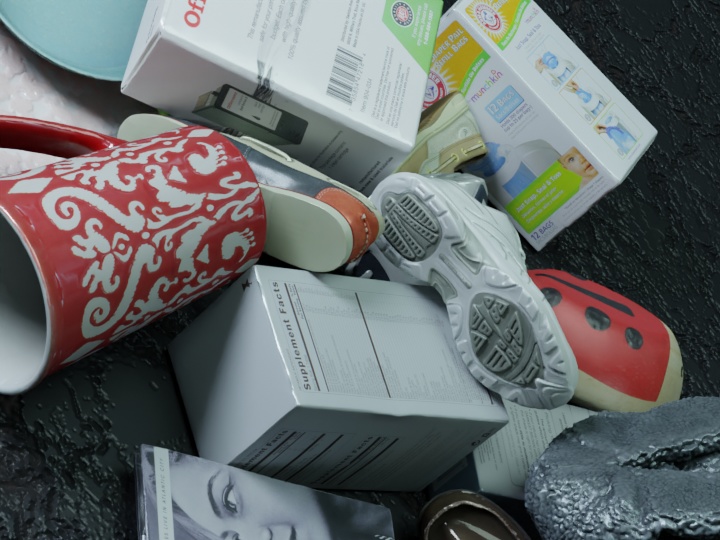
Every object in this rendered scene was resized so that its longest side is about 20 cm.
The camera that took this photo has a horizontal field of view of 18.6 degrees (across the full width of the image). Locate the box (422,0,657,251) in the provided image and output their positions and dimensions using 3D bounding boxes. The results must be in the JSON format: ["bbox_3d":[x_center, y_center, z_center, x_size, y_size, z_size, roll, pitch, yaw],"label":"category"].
[{"bbox_3d":[0.133,-0.137,1.854,0.200,0.112,0.101,47,39,-3],"label":"box"}]

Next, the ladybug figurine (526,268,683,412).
[{"bbox_3d":[0.177,0.053,1.742,0.199,0.072,0.136,21,22,-25],"label":"ladybug figurine"}]

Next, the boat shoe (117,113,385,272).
[{"bbox_3d":[-0.078,-0.058,1.523,0.199,0.072,0.062,24,29,21],"label":"boat shoe"}]

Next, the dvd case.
[{"bbox_3d":[-0.055,0.200,1.427,0.199,0.016,0.150,18,47,-30],"label":"dvd case"}]

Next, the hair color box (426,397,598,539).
[{"bbox_3d":[0.139,0.153,1.656,0.199,0.061,0.100,16,49,-35],"label":"hair color box"}]

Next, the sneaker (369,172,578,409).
[{"bbox_3d":[0.097,0.006,1.551,0.201,0.078,0.099,55,33,9],"label":"sneaker"}]

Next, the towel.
[{"bbox_3d":[-0.214,-0.110,1.556,0.191,0.032,0.200,51,37,3],"label":"towel"}]

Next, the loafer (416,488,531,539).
[{"bbox_3d":[0.111,0.238,1.526,0.201,0.073,0.071,54,0,5],"label":"loafer"}]

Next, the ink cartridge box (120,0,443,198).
[{"bbox_3d":[-0.054,-0.161,1.563,0.199,0.084,0.146,24,54,-16],"label":"ink cartridge box"}]

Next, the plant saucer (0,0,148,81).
[{"bbox_3d":[-0.197,-0.217,1.583,0.199,0.036,0.202,14,59,-25],"label":"plant saucer"}]

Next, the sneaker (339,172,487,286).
[{"bbox_3d":[0.000,0.000,1.636,0.197,0.079,0.131,-6,99,-17],"label":"sneaker"}]

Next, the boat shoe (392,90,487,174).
[{"bbox_3d":[0.045,-0.074,1.745,0.067,0.074,0.200,52,45,-7],"label":"boat shoe"}]

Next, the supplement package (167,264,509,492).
[{"bbox_3d":[-0.015,0.078,1.526,0.199,0.109,0.114,8,53,-41],"label":"supplement package"}]

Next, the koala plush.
[{"bbox_3d":[0.204,0.217,1.558,0.182,0.202,0.178,-4,28,-5],"label":"koala plush"}]

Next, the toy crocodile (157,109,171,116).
[{"bbox_3d":[-0.084,-0.115,1.653,0.068,0.062,0.200,63,19,16],"label":"toy crocodile"}]

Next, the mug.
[{"bbox_3d":[-0.174,-0.037,1.414,0.199,0.133,0.179,-23,92,-42],"label":"mug"}]
